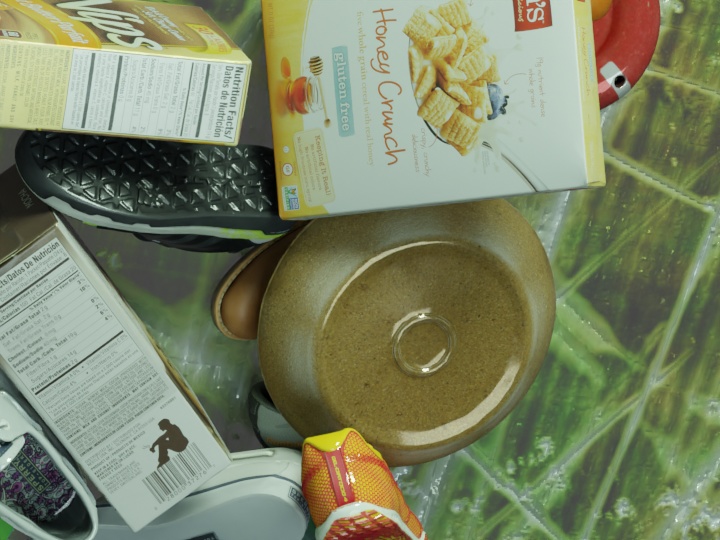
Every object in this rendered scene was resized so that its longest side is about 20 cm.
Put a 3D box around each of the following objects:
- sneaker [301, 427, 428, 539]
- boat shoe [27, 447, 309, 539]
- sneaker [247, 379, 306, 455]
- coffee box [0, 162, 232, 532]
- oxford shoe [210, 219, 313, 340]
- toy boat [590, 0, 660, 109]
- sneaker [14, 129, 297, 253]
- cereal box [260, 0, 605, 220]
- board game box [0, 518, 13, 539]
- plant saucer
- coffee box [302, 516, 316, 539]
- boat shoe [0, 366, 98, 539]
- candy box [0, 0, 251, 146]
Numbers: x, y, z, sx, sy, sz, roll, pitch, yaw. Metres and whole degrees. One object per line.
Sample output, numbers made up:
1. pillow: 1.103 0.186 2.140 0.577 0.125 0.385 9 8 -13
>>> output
1. sneaker: 0.002 0.145 1.250 0.072 0.078 0.200 -13 160 -3
2. boat shoe: -0.124 0.158 1.289 0.199 0.066 0.072 -19 121 19
3. sneaker: 0.016 0.063 1.300 0.199 0.074 0.080 -32 132 -5
4. coffee box: -0.173 0.046 1.205 0.080 0.113 0.201 -35 119 -3
5. oxford shoe: 0.000 0.000 1.277 0.199 0.071 0.072 -21 120 -10
6. toy boat: 0.112 -0.179 1.207 0.130 0.131 0.200 -40 120 -1
7. sneaker: -0.126 -0.038 1.196 0.199 0.072 0.083 11 148 -36
8. cereal box: 0.040 -0.110 1.160 0.198 0.039 0.145 -6 89 26
9. board game box: -0.321 0.188 1.253 0.151 0.037 0.201 27 101 -28
10. plant saucer: 0.035 0.041 1.245 0.198 0.035 0.202 -6 113 -14
11. coffee box: -0.076 0.215 1.354 0.199 0.044 0.124 -30 121 -6
12. boat shoe: -0.221 0.097 1.156 0.072 0.068 0.201 -40 128 -12
13. candy box: -0.174 -0.120 1.130 0.198 0.115 0.056 2 112 -22
